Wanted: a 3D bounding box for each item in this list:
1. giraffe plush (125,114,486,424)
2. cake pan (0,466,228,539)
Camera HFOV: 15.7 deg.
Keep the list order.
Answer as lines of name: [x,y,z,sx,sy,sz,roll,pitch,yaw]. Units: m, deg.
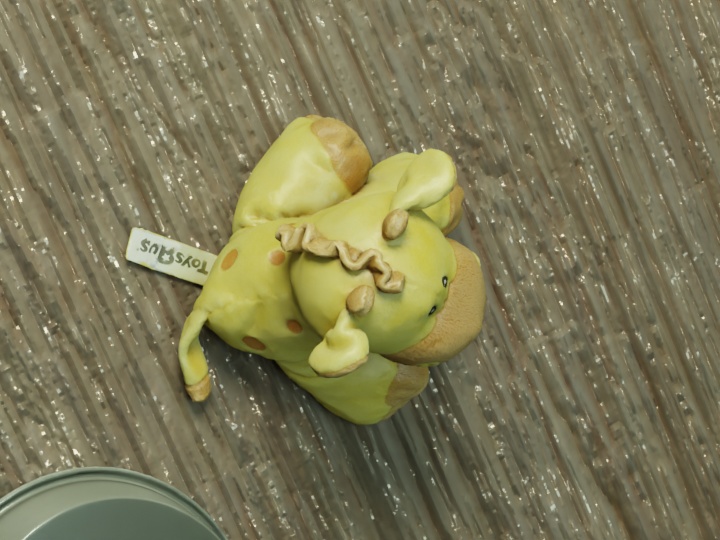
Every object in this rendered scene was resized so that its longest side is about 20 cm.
giraffe plush: [0.000,0.000,1.382,0.200,0.162,0.173,0,90,-31]
cake pan: [-0.135,0.204,1.373,0.200,0.037,0.201,0,89,-31]
